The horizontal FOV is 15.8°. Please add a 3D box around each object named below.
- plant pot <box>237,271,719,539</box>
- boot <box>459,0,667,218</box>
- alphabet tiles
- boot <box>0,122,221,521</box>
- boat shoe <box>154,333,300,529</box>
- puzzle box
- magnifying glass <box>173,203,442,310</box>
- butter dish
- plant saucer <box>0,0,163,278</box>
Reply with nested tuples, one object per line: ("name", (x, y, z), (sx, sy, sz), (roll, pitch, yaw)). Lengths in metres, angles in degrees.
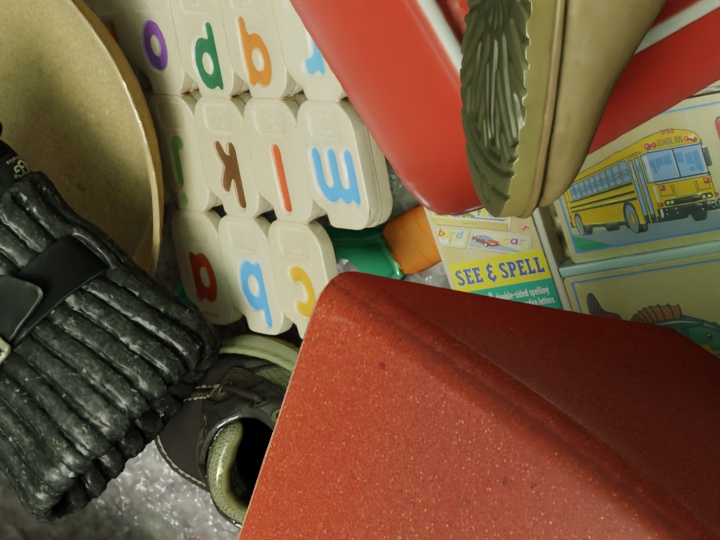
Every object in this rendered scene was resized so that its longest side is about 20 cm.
("plant pot", (0.082, 0.132, 0.876), (0.176, 0.200, 0.201), (26, 101, 44))
("boot", (0.141, -0.097, 0.853), (0.199, 0.066, 0.176), (0, 118, -15))
("alphabet tiles", (-0.053, -0.070, 1.024), (0.200, 0.015, 0.196), (7, 112, 57))
("boot", (-0.174, 0.048, 1.049), (0.211, 0.079, 0.158), (-44, 88, 18))
("boat shoe", (-0.036, 0.070, 1.033), (0.200, 0.065, 0.073), (-4, 114, 57))
("puzzle box", (0.126, -0.014, 0.985), (0.199, 0.025, 0.133), (-10, 110, 26))
("magnifying glass", (0.000, 0.000, 1.072), (0.200, 0.022, 0.080), (-28, 93, 31))
("butter dish", (0.057, -0.157, 0.923), (0.200, 0.148, 0.200), (-30, 121, 4))
("plant saucer", (-0.150, -0.057, 1.101), (0.200, 0.035, 0.201), (20, 124, 33))
